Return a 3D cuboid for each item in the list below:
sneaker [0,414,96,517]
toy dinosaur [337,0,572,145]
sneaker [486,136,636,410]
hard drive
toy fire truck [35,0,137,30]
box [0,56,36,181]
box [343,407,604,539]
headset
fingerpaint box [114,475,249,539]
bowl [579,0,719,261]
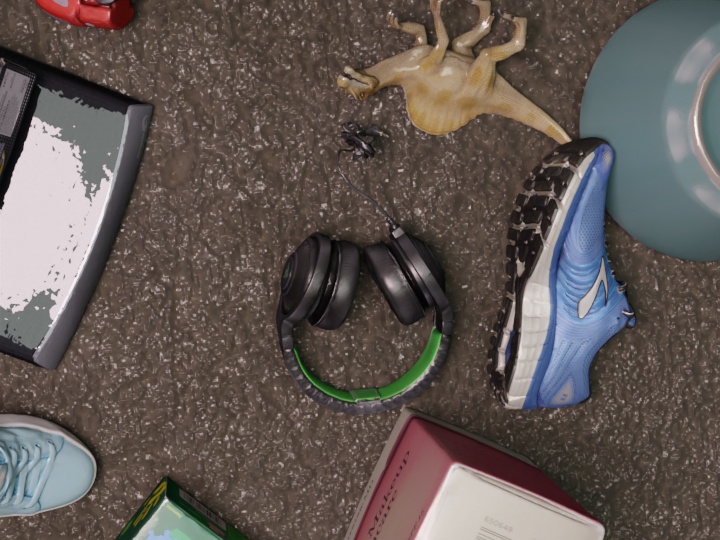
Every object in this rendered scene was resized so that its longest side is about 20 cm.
[{"bbox_3d":[-0.250,0.135,0.890,0.200,0.082,0.074,13,99,-42],"label":"sneaker"},{"bbox_3d":[0.077,-0.141,0.974,0.199,0.058,0.101,12,109,-20],"label":"toy dinosaur"},{"bbox_3d":[0.153,0.004,0.980,0.089,0.079,0.201,8,102,-15],"label":"sneaker"},{"bbox_3d":[-0.234,-0.042,0.937,0.135,0.042,0.201,21,91,-8],"label":"hard drive"},{"bbox_3d":[-0.212,-0.269,0.912,0.141,0.049,0.201,10,104,11],"label":"toy fire truck"},{"bbox_3d":[-0.319,-0.062,0.895,0.160,0.044,0.201,20,91,16],"label":"box"},{"bbox_3d":[0.065,0.183,0.911,0.109,0.200,0.128,24,90,-8],"label":"box"},{"bbox_3d":[0.000,0.000,0.968,0.123,0.094,0.201,-4,110,-11],"label":"headset"},{"bbox_3d":[-0.110,0.274,0.959,0.200,0.073,0.167,39,88,-8],"label":"fingerpaint box"},{"bbox_3d":[0.267,-0.104,0.962,0.200,0.105,0.202,0,93,-11],"label":"bowl"}]
